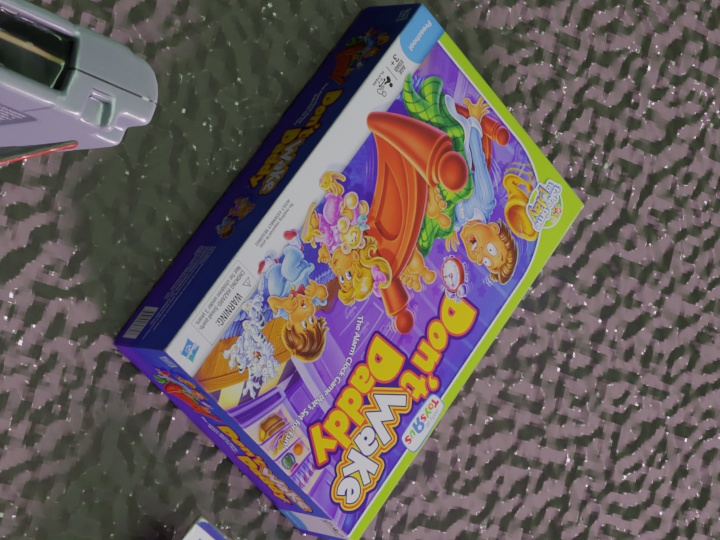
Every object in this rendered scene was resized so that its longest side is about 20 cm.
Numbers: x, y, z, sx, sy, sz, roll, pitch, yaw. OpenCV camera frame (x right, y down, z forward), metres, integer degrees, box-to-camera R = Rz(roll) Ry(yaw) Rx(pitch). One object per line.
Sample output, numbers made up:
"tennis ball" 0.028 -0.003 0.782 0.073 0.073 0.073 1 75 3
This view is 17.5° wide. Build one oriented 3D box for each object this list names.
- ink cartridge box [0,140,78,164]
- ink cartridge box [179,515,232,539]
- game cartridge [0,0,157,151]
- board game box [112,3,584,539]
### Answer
"ink cartridge box" -0.216 -0.005 0.802 0.199 0.173 0.044 -16 102 -34
"ink cartridge box" -0.068 0.238 1.007 0.200 0.040 0.201 45 67 -29
"game cartridge" -0.188 -0.090 0.843 0.199 0.133 0.041 22 73 -36
"board game box" 0.000 0.000 1.042 0.135 0.045 0.200 47 66 -28
